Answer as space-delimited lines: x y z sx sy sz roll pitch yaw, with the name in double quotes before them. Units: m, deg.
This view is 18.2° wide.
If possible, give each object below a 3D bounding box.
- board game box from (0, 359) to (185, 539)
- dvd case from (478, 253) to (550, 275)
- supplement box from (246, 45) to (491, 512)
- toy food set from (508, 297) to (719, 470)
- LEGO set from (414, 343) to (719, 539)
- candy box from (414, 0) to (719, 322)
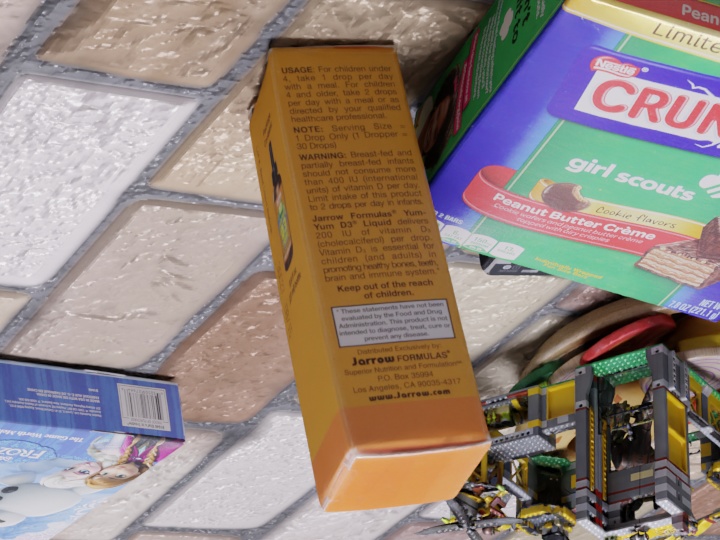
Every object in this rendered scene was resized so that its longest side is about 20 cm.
"board game box" -0.238 0.111 1.298 0.200 0.043 0.199 10 149 -37
"dvd case" 0.166 -0.052 1.142 0.150 0.025 0.200 1 151 -23
"supplement box" 0.000 0.000 0.981 0.069 0.200 0.067 -6 154 -17
"toy food set" 0.187 0.064 1.361 0.200 0.049 0.198 -10 154 0
"LEGO set" 0.141 0.135 1.302 0.200 0.116 0.154 -12 145 24
"candy box" 0.132 -0.071 0.989 0.169 0.077 0.200 15 146 -14
